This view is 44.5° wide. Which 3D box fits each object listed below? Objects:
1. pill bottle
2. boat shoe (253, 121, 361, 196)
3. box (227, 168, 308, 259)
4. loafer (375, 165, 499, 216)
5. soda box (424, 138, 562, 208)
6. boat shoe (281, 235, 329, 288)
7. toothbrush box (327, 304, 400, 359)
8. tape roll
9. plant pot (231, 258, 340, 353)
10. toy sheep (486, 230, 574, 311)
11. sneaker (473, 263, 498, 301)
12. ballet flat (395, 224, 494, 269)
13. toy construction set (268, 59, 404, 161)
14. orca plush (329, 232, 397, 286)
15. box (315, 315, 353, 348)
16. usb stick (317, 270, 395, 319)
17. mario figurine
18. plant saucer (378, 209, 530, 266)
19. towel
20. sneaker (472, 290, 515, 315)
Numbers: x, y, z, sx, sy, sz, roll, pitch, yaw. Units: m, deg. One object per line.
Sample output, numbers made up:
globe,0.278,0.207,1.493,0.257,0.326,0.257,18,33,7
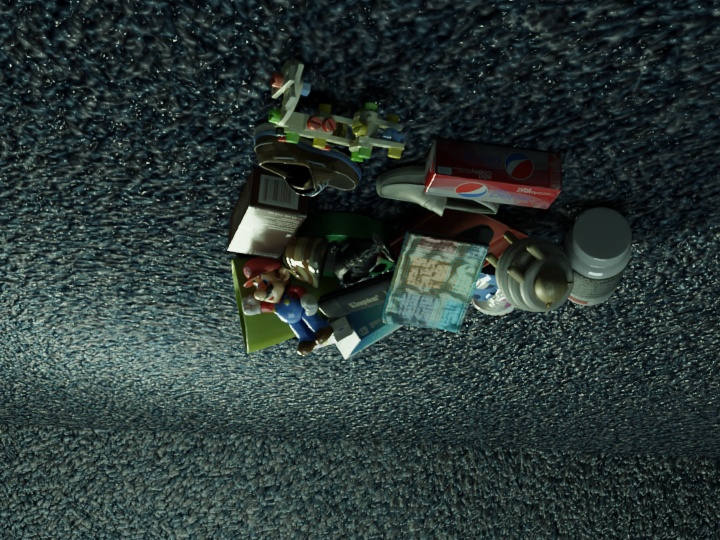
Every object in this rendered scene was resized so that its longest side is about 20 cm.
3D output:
pill bottle,0.407,-0.024,1.531,0.113,0.115,0.200,1,158,6
boat shoe,-0.082,-0.152,1.334,0.199,0.073,0.072,20,153,-36
box,-0.160,-0.092,1.496,0.099,0.076,0.200,9,159,-15
loafer,0.122,-0.122,1.384,0.198,0.070,0.070,1,158,4
soda box,0.200,-0.145,1.329,0.198,0.064,0.070,7,158,-7
boat shoe,-0.097,-0.022,1.524,0.073,0.076,0.200,14,166,0
toothbrush box,0.044,0.078,1.742,0.199,0.086,0.147,-28,168,-20
tape roll,-0.034,-0.044,1.628,0.198,0.049,0.201,3,157,1
plant pot,-0.143,0.053,1.748,0.198,0.189,0.187,-10,160,-11
toy sheep,0.289,0.003,1.494,0.137,0.139,0.200,9,-164,-16
sneaker,0.242,0.009,1.669,0.199,0.074,0.082,-10,132,47
ballet flat,0.148,-0.011,1.524,0.199,0.074,0.073,-25,147,29
toy construction set,-0.045,-0.202,1.181,0.199,0.093,0.131,25,175,-27
orca plush,0.000,0.000,1.534,0.105,0.072,0.199,29,158,-27
box,-0.067,0.124,1.722,0.041,0.039,0.200,-26,180,-20
usb stick,0.003,0.046,1.580,0.199,0.033,0.056,-20,122,40
mario figurine,-0.146,0.066,1.594,0.123,0.200,0.106,-40,-176,1
plant saucer,0.162,-0.056,1.552,0.199,0.037,0.199,21,141,-36
towel,0.124,0.023,1.489,0.145,0.022,0.201,8,130,-8
sneaker,0.291,0.024,1.725,0.088,0.082,0.199,22,143,-37
